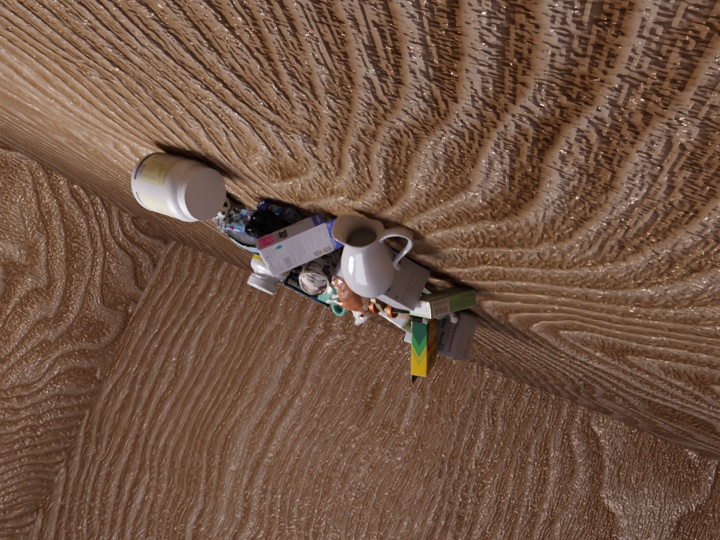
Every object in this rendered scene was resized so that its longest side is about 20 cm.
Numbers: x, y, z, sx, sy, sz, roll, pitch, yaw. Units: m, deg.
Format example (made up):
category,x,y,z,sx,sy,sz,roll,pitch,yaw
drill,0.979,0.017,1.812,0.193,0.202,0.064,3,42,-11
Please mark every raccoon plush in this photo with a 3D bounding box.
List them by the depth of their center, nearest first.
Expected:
category,x,y,z,sx,sy,sz,roll,pitch,yaw
raccoon plush,-0.424,-0.182,1.669,0.199,0.097,0.134,15,160,44

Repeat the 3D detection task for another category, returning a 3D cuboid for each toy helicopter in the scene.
category,x,y,z,sx,sy,sz,roll,pitch,yaw
toy helicopter,0.061,0.027,1.593,0.078,0.133,0.201,12,148,38

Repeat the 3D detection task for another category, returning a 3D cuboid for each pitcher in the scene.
category,x,y,z,sx,sy,sz,roll,pitch,yaw
pitcher,0.036,-0.027,1.262,0.169,0.122,0.201,5,145,15

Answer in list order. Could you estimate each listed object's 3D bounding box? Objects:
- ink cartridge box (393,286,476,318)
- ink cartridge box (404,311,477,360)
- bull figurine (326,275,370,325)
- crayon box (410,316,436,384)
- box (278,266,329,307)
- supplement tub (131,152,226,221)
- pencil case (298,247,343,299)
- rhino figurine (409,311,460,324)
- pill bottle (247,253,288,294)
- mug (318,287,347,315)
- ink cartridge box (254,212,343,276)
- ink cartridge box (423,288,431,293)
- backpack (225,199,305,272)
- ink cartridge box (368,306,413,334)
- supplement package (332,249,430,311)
category,x,y,z,sx,sy,sz,roll,pitch,yaw
ink cartridge box,0.186,0.081,1.520,0.144,0.049,0.199,-14,-172,-25
ink cartridge box,0.254,0.185,1.850,0.199,0.147,0.084,15,180,41
bull figurine,-0.039,0.067,1.616,0.120,0.065,0.201,7,135,23
crayon box,0.190,0.227,1.740,0.050,0.202,0.127,5,-162,19
box,-0.145,0.004,1.796,0.199,0.160,0.046,30,170,-40
supplement tub,-0.432,-0.198,1.391,0.198,0.146,0.145,17,170,33
pencil case,-0.096,-0.014,1.514,0.089,0.078,0.201,35,-146,-12
rhino figurine,0.194,0.112,1.667,0.198,0.060,0.087,-2,-160,26
pill bottle,-0.242,-0.040,1.650,0.110,0.202,0.111,22,172,3
mug,-0.061,0.037,1.768,0.114,0.153,0.185,14,155,49
ink cartridge box,-0.139,-0.065,1.381,0.120,0.198,0.042,74,173,-58
ink cartridge box,0.131,0.060,1.750,0.198,0.049,0.145,-9,154,33
backpack,-0.238,-0.099,1.507,0.199,0.136,0.182,17,170,35
ink cartridge box,0.095,0.131,1.818,0.199,0.050,0.162,35,178,31
supplement package,0.052,0.007,1.451,0.199,0.115,0.109,28,171,-23
